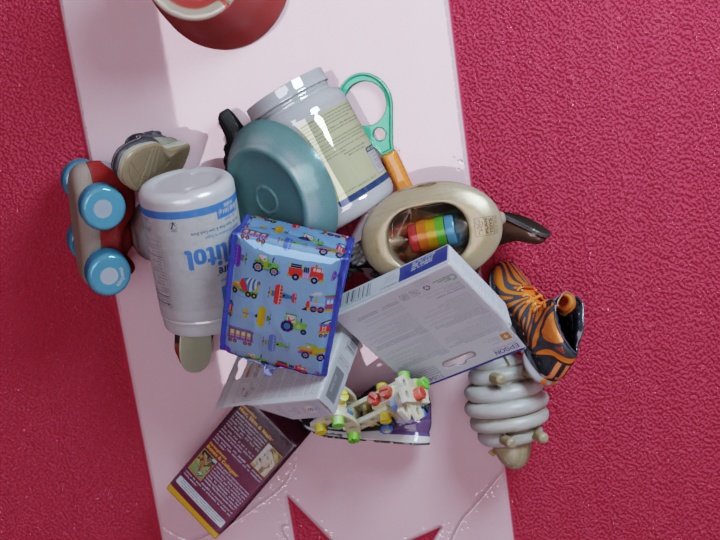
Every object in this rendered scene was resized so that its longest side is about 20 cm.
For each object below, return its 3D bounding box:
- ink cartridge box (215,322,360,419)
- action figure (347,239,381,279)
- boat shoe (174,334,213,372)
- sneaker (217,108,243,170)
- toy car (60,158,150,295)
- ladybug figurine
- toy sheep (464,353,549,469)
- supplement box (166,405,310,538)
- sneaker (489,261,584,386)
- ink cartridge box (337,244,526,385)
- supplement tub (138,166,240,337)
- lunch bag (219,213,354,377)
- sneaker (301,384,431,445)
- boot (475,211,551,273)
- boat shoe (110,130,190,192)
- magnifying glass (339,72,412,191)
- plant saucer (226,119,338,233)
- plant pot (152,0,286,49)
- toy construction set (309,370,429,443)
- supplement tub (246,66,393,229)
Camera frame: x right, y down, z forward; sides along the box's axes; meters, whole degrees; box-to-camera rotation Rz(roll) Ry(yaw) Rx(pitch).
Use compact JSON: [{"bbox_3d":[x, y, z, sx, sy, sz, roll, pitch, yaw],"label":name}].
[{"bbox_3d":[-0.100,0.136,1.319,0.198,0.162,0.047,-12,134,36],"label":"ink cartridge box"},{"bbox_3d":[0.000,0.000,1.333,0.197,0.102,0.121,-11,114,7],"label":"action figure"},{"bbox_3d":[-0.243,0.049,1.382,0.070,0.063,0.204,5,101,-15],"label":"boat shoe"},{"bbox_3d":[-0.185,-0.124,1.346,0.103,0.060,0.202,-28,100,4],"label":"sneaker"},{"bbox_3d":[-0.315,-0.075,1.332,0.197,0.184,0.180,-9,112,-25],"label":"toy car"},{"bbox_3d":[0.100,-0.053,1.253,0.196,0.072,0.138,-7,98,10],"label":"ladybug figurine"},{"bbox_3d":[0.212,0.186,1.335,0.135,0.138,0.204,-5,89,6],"label":"toy sheep"},{"bbox_3d":[-0.184,0.288,1.401,0.110,0.086,0.201,42,101,7],"label":"supplement box"},{"bbox_3d":[0.253,0.048,1.279,0.076,0.202,0.113,-4,144,-29],"label":"sneaker"},{"bbox_3d":[0.096,0.070,1.262,0.198,0.041,0.200,-24,128,29],"label":"ink cartridge box"},{"bbox_3d":[-0.223,-0.028,1.257,0.129,0.132,0.203,-4,113,5],"label":"supplement tub"},{"bbox_3d":[-0.101,0.048,1.195,0.148,0.094,0.203,12,108,1],"label":"lunch bag"},{"bbox_3d":[0.010,0.213,1.397,0.196,0.076,0.089,4,83,3],"label":"sneaker"},{"bbox_3d":[0.169,0.012,1.309,0.185,0.064,0.203,22,102,44],"label":"boot"},{"bbox_3d":[-0.302,-0.158,1.281,0.064,0.200,0.073,25,107,7],"label":"boat shoe"},{"bbox_3d":[0.031,-0.190,1.336,0.079,0.022,0.202,-25,98,9],"label":"magnifying glass"},{"bbox_3d":[-0.117,-0.101,1.244,0.198,0.036,0.203,23,129,31],"label":"plant saucer"},{"bbox_3d":[-0.204,-0.403,1.237,0.197,0.177,0.204,1,100,4],"label":"plant pot"},{"bbox_3d":[0.022,0.183,1.290,0.198,0.131,0.094,-16,55,37],"label":"toy construction set"},{"bbox_3d":[-0.058,-0.163,1.285,0.144,0.145,0.202,-28,97,9],"label":"supplement tub"}]
